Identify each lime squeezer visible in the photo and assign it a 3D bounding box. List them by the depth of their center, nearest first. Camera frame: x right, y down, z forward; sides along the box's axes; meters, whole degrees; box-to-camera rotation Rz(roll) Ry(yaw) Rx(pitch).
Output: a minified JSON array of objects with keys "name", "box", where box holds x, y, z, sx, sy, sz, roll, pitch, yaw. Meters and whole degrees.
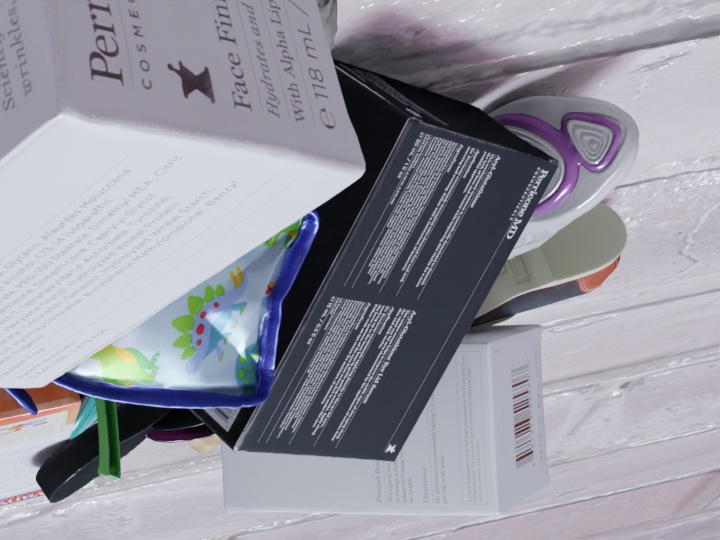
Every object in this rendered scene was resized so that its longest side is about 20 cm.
[{"name":"lime squeezer","box":[-0.127,0.007,1.013,0.038,0.200,0.071,20,171,-25]}]

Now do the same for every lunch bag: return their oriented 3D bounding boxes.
[{"name":"lunch bag","box":[-0.149,-0.016,0.869,0.200,0.128,0.170,9,-166,-34]}]

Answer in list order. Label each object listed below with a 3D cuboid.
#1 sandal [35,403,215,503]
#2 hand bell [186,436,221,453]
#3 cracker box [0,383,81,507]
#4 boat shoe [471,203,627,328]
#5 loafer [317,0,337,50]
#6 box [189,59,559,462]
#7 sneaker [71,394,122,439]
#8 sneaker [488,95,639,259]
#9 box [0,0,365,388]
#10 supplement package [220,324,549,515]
[{"name":"sandal","box":[-0.097,0.081,1.118,0.200,0.048,0.075,-36,171,-11]},{"name":"hand bell","box":[-0.020,0.041,1.202,0.200,0.104,0.104,-16,161,13]},{"name":"cracker box","box":[-0.240,0.094,1.091,0.134,0.058,0.200,-11,161,-19]},{"name":"boat shoe","box":[0.080,0.004,1.269,0.200,0.071,0.063,-15,164,-11]},{"name":"loafer","box":[-0.110,-0.110,0.828,0.200,0.070,0.070,-12,141,-2]},{"name":"box","box":[0.000,0.000,1.034,0.141,0.079,0.200,13,110,-49]},{"name":"sneaker","box":[-0.215,0.094,1.271,0.200,0.084,0.121,-36,158,29]},{"name":"sneaker","box":[0.101,-0.055,1.137,0.100,0.075,0.200,-13,170,-41]},{"name":"box","box":[-0.128,-0.086,0.669,0.131,0.199,0.200,6,152,-45]},{"name":"supplement package","box":[0.016,0.099,1.291,0.200,0.117,0.117,-1,-176,23]}]
